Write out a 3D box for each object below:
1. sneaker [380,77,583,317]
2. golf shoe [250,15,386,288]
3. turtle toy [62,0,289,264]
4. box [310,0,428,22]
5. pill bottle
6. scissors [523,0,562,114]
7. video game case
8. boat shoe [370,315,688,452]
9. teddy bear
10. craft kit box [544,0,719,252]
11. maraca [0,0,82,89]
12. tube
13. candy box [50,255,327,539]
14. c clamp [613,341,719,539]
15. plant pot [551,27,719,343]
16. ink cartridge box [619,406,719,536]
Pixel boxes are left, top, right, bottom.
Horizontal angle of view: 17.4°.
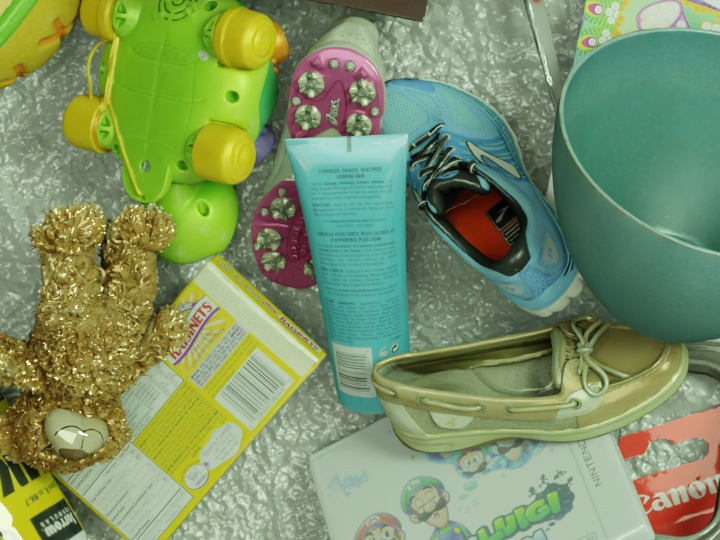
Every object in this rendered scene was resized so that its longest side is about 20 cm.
[{"bbox_3d":[0.069,-0.061,1.515,0.078,0.090,0.200,-47,59,11],"label":"sneaker"},{"bbox_3d":[-0.021,-0.078,1.553,0.075,0.092,0.200,17,127,-3],"label":"golf shoe"},{"bbox_3d":[-0.113,-0.102,1.553,0.146,0.101,0.200,15,101,30],"label":"turtle toy"},{"bbox_3d":[-0.044,-0.223,1.488,0.075,0.200,0.100,19,100,51],"label":"box"},{"bbox_3d":[-0.257,0.171,1.594,0.114,0.114,0.200,-31,91,10],"label":"pill bottle"},{"bbox_3d":[0.114,-0.193,1.535,0.014,0.073,0.200,-22,95,47],"label":"scissors"},{"bbox_3d":[0.073,0.147,1.528,0.200,0.182,0.024,-28,134,9],"label":"video game case"},{"bbox_3d":[0.109,0.066,1.510,0.201,0.073,0.063,-9,137,18],"label":"boat shoe"},{"bbox_3d":[-0.177,0.046,1.519,0.067,0.145,0.200,33,100,42],"label":"teddy bear"},{"bbox_3d":[0.234,-0.111,1.534,0.200,0.049,0.198,11,100,7],"label":"craft kit box"},{"bbox_3d":[-0.258,-0.166,1.560,0.107,0.137,0.200,38,107,-24],"label":"maraca"},{"bbox_3d":[0.000,0.000,1.529,0.077,0.050,0.200,-5,123,1],"label":"tube"},{"bbox_3d":[-0.121,0.095,1.593,0.102,0.026,0.200,43,112,5],"label":"candy box"},{"bbox_3d":[0.182,0.126,1.529,0.171,0.027,0.200,11,62,19],"label":"c clamp"},{"bbox_3d":[0.205,-0.034,1.446,0.200,0.200,0.135,19,135,6],"label":"plant pot"},{"bbox_3d":[0.226,0.201,1.563,0.161,0.050,0.200,-18,95,9],"label":"ink cartridge box"}]
